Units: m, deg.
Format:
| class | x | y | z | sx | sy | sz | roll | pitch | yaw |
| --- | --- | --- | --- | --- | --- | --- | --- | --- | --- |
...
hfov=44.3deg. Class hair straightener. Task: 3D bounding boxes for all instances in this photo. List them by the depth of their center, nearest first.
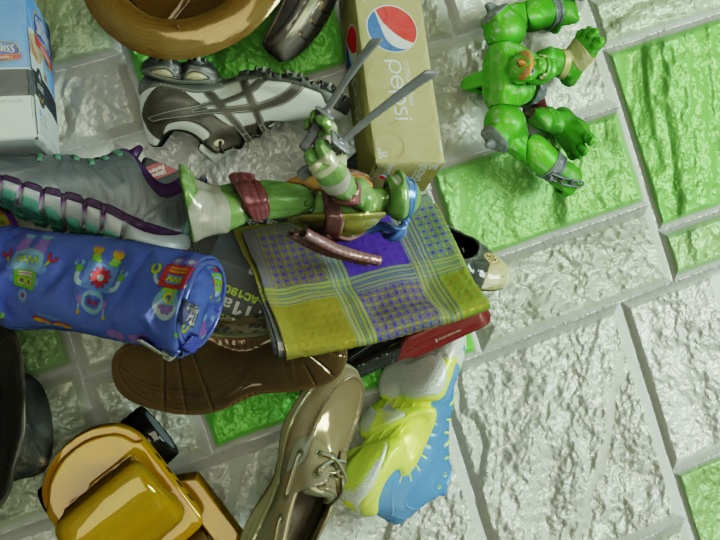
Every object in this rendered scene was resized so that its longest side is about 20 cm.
| class | x | y | z | sx | sy | sz | roll | pitch | yaw |
| --- | --- | --- | --- | --- | --- | --- | --- | --- | --- |
| hair straightener | 0.023 | 0.060 | 0.847 | 0.198 | 0.077 | 0.041 | -30 | 138 | 9 |

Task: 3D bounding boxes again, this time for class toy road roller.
| class | x | y | z | sx | sy | sz | roll | pitch | yaw |
| --- | --- | --- | --- | --- | --- | --- | --- | --- | --- |
| toy road roller | -0.186 | 0.225 | 0.755 | 0.122 | 0.146 | 0.201 | -38 | 95 | -10 |

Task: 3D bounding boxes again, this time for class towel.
| class | x | y | z | sx | sy | sz | roll | pitch | yaw |
| --- | --- | --- | --- | --- | --- | --- | --- | --- | --- |
| towel | 0.000 | 0.000 | 0.765 | 0.197 | 0.023 | 0.145 | -9 | 53 | -17 |

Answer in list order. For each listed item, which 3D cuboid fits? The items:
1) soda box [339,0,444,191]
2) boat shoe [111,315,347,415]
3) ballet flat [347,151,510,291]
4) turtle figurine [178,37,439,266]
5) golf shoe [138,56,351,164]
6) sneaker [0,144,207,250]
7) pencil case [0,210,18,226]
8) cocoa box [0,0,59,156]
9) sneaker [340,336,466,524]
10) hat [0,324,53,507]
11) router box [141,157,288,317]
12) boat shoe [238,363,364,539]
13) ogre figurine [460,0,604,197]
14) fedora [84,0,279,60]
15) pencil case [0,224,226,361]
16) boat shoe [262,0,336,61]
| class | x | y | z | sx | sy | sz | roll | pitch | yaw |
| --- | --- | --- | --- | --- | --- | --- | --- | --- | --- |
| soda box | 0.026 | -0.178 | 0.826 | 0.067 | 0.064 | 0.203 | -2 | 72 | -14 |
| boat shoe | -0.111 | 0.076 | 0.763 | 0.197 | 0.063 | 0.074 | -3 | 105 | -7 |
| ballet flat | 0.063 | -0.042 | 0.851 | 0.198 | 0.067 | 0.057 | 31 | 119 | -6 |
| turtle figurine | -0.049 | -0.097 | 0.702 | 0.191 | 0.202 | 0.145 | -11 | 47 | -10 |
| golf shoe | -0.108 | -0.144 | 0.825 | 0.197 | 0.078 | 0.096 | 7 | 96 | 2 |
| sneaker | -0.231 | -0.074 | 0.744 | 0.198 | 0.074 | 0.089 | 21 | 74 | -16 |
| pencil case | -0.339 | -0.024 | 0.714 | 0.087 | 0.200 | 0.090 | -1 | 97 | -8 |
| cocoa box | -0.365 | -0.158 | 0.741 | 0.197 | 0.133 | 0.133 | -5 | 88 | -11 |
| sneaker | 0.056 | 0.153 | 0.855 | 0.105 | 0.075 | 0.201 | 45 | 73 | -32 |
| hat | -0.311 | 0.136 | 0.749 | 0.081 | 0.199 | 0.203 | 28 | 81 | -48 |
| router box | -0.136 | 0.005 | 0.816 | 0.198 | 0.062 | 0.152 | 22 | 85 | -9 |
| boat shoe | -0.039 | 0.180 | 0.777 | 0.072 | 0.065 | 0.202 | 33 | 78 | -40 |
| ogre figurine | 0.170 | -0.181 | 0.871 | 0.118 | 0.098 | 0.203 | 4 | 103 | -28 |
| fedora | -0.155 | -0.276 | 0.807 | 0.197 | 0.082 | 0.204 | 1 | 82 | -4 |
| pencil case | -0.206 | 0.018 | 0.706 | 0.197 | 0.078 | 0.088 | 9 | 70 | 13 |
| boat shoe | -0.050 | -0.292 | 0.846 | 0.073 | 0.075 | 0.202 | 26 | 75 | 1 |
